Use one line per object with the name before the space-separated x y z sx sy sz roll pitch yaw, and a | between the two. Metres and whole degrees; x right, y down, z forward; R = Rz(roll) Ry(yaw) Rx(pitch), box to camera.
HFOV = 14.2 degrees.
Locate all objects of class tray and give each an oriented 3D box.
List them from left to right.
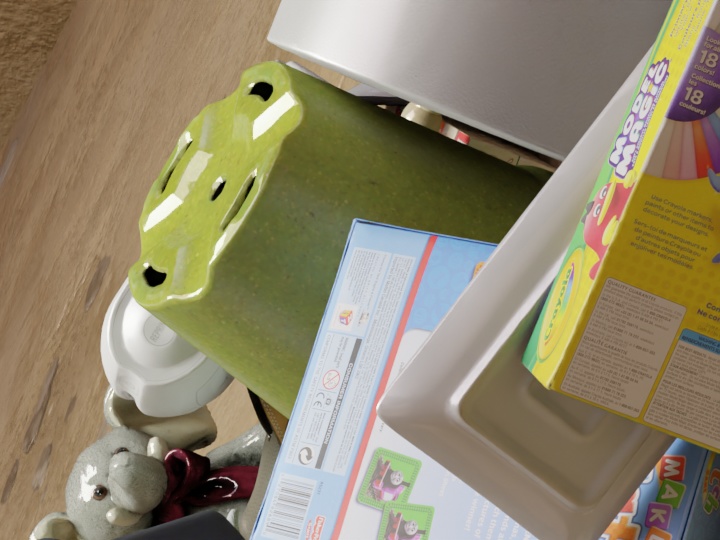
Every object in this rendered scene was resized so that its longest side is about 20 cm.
tray | 0.106 0.007 1.096 0.200 0.107 0.022 -53 17 1

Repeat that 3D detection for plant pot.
plant pot | 0.000 0.000 1.366 0.200 0.184 0.201 -44 27 30

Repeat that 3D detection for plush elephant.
plush elephant | -0.104 0.138 1.709 0.200 0.155 0.165 152 137 -69

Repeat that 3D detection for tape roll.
tape roll | 0.073 -0.132 1.330 0.203 0.202 0.139 -146 76 -76

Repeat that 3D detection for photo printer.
photo printer | -0.069 -0.010 1.581 0.200 0.069 0.166 -57 -5 -2

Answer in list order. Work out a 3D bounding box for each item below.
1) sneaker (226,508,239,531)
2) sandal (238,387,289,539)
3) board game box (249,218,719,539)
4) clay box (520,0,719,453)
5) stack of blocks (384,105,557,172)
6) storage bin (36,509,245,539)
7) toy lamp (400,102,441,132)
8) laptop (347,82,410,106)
sneaker | -0.062 0.180 1.481 0.115 0.075 0.200 -62 10 6
sandal | -0.043 0.069 1.582 0.082 0.055 0.200 -122 49 -72
board game box | 0.062 0.066 1.184 0.200 0.037 0.151 10 76 37
clay box | 0.151 -0.033 1.060 0.048 0.115 0.200 -135 67 -73
stack of blocks | 0.042 -0.024 1.590 0.200 0.059 0.115 -138 69 -75
storage bin | -0.067 0.192 1.255 0.134 0.200 0.146 -22 -27 -53
toy lamp | 0.016 -0.049 1.487 0.200 0.058 0.058 -62 15 17
laptop | 0.068 -0.187 1.598 0.200 0.116 0.187 -31 9 -9
